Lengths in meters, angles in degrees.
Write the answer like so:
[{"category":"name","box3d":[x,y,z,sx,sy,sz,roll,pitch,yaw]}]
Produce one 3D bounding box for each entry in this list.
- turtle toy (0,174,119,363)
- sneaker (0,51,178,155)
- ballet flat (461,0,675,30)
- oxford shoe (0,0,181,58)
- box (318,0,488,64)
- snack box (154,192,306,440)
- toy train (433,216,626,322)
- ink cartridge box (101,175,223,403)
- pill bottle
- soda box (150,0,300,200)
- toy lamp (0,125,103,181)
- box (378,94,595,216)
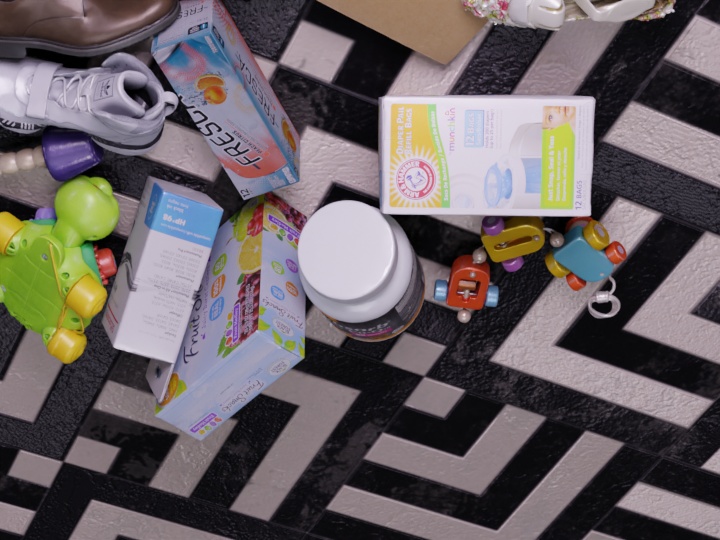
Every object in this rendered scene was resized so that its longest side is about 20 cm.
[{"category":"turtle toy","box3d":[-0.306,-0.012,1.594,0.145,0.101,0.201,37,131,6]},{"category":"sneaker","box3d":[-0.265,-0.167,1.438,0.198,0.076,0.115,15,164,-21]},{"category":"ballet flat","box3d":[0.189,-0.245,1.378,0.197,0.064,0.076,-9,141,-4]},{"category":"oxford shoe","box3d":[-0.261,-0.241,1.396,0.197,0.073,0.085,-3,132,2]},{"category":"box","box3d":[0.077,-0.280,1.374,0.162,0.021,0.200,21,132,-33]},{"category":"snack box","box3d":[-0.130,0.044,1.584,0.067,0.201,0.168,32,127,-28]},{"category":"toy train","box3d":[0.178,-0.009,1.639,0.197,0.056,0.151,4,136,1]},{"category":"ink cartridge box","box3d":[-0.205,0.017,1.551,0.066,0.116,0.202,17,95,-18]},{"category":"pill bottle","box3d":[0.000,0.000,1.544,0.115,0.118,0.200,-8,168,7]},{"category":"soda box","box3d":[-0.124,-0.163,1.472,0.063,0.069,0.201,-17,133,16]},{"category":"toy lamp","box3d":[-0.351,-0.104,1.540,0.197,0.059,0.059,-13,133,12]},{"category":"box","box3d":[0.115,-0.110,1.474,0.197,0.101,0.114,1,96,0]}]
